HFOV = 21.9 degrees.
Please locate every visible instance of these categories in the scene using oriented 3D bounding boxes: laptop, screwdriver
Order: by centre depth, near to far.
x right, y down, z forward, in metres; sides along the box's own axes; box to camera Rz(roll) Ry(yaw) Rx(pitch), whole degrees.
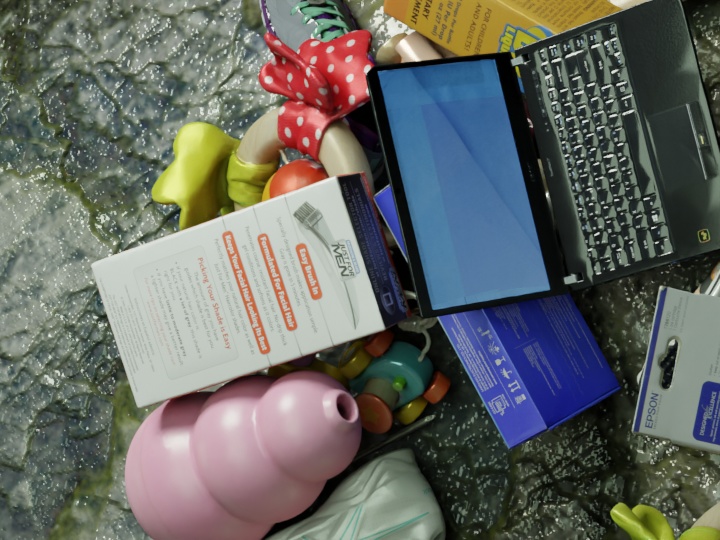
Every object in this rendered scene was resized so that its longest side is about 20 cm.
[{"bbox_3d":[0.128,-0.078,1.238,0.199,0.103,0.179,-17,81,28],"label":"laptop"},{"bbox_3d":[-0.027,0.152,1.407,0.199,0.028,0.029,-34,38,16],"label":"screwdriver"}]

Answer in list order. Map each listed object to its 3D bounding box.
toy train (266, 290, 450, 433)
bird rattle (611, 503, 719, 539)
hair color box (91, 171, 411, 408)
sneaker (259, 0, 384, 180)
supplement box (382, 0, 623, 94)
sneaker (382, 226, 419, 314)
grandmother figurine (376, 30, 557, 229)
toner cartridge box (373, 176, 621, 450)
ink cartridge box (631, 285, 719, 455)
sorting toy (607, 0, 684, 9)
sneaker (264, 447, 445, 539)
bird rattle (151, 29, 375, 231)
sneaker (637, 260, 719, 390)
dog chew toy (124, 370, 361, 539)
[{"bbox_3d":[-0.035,0.062,1.360,0.199,0.151,0.056,7,47,26],"label":"toy train"},{"bbox_3d":[0.257,0.195,1.174,0.163,0.113,0.200,-35,29,-21],"label":"bird rattle"},{"bbox_3d":[-0.077,0.014,1.305,0.199,0.064,0.112,-18,91,22],"label":"hair color box"},{"bbox_3d":[-0.015,-0.169,1.419,0.201,0.074,0.088,69,153,13],"label":"sneaker"},{"bbox_3d":[0.117,-0.179,1.343,0.199,0.069,0.067,30,136,17],"label":"supplement box"},{"bbox_3d":[0.000,0.000,1.381,0.199,0.085,0.073,-8,96,27],"label":"sneaker"},{"bbox_3d":[0.090,-0.104,1.376,0.121,0.060,0.200,-44,63,11],"label":"grandmother figurine"},{"bbox_3d":[0.096,0.016,1.298,0.043,0.095,0.201,-34,81,42],"label":"toner cartridge box"},{"bbox_3d":[0.273,0.078,1.202,0.199,0.039,0.100,14,86,-7],"label":"ink cartridge box"},{"bbox_3d":[0.245,-0.293,1.350,0.184,0.036,0.201,-23,66,22],"label":"sorting toy"},{"bbox_3d":[-0.024,0.217,1.368,0.200,0.070,0.080,-39,74,17],"label":"sneaker"},{"bbox_3d":[-0.043,-0.075,1.361,0.200,0.112,0.164,-33,79,31],"label":"bird rattle"},{"bbox_3d":[0.256,0.019,1.261,0.074,0.080,0.200,44,84,-4],"label":"sneaker"},{"bbox_3d":[-0.078,0.132,1.336,0.199,0.124,0.125,-28,68,37],"label":"dog chew toy"}]
